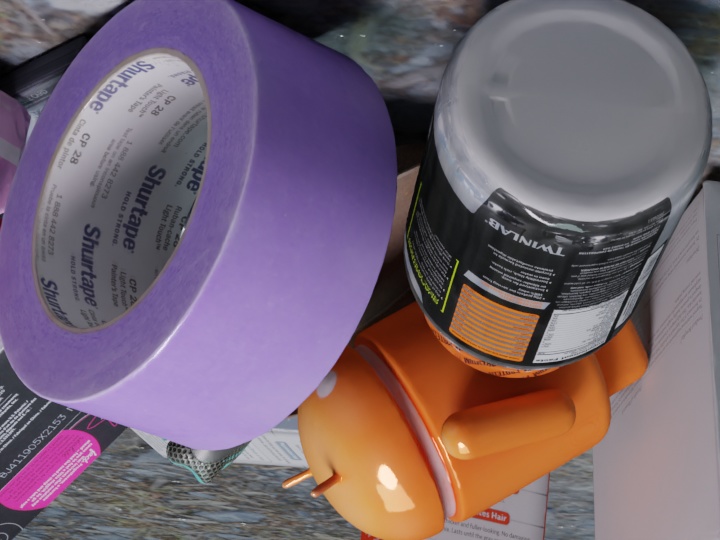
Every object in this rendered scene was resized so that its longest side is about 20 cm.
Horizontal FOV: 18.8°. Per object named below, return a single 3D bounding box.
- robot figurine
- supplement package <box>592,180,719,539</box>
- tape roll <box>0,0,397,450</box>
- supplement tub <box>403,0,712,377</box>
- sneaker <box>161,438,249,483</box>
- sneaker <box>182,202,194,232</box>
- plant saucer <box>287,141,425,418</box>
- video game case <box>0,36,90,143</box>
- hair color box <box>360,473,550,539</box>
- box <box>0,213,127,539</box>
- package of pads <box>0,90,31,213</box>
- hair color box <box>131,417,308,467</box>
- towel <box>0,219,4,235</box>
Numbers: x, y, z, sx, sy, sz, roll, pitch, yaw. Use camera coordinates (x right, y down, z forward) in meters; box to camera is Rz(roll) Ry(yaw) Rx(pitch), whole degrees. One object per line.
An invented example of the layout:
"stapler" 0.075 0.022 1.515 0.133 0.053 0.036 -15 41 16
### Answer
"robot figurine" 0.052 0.068 1.151 0.199 0.144 0.117 -28 138 -12
"supplement package" 0.221 0.093 1.165 0.146 0.201 0.191 7 151 -11
"tape roll" -0.080 -0.024 1.004 0.085 0.201 0.199 22 156 -38
"supplement tub" 0.085 -0.031 1.014 0.122 0.123 0.200 8 155 -2
"sneaker" -0.098 0.085 1.416 0.077 0.091 0.200 34 -179 -5
"sneaker" -0.084 -0.005 1.200 0.108 0.070 0.200 1 154 4
"plant saucer" 0.000 0.000 1.148 0.200 0.035 0.201 -30 154 -16
"video game case" -0.105 -0.066 1.174 0.199 0.019 0.143 20 157 -35
"hair color box" 0.056 0.165 1.326 0.101 0.201 0.061 15 160 -21
"box" -0.209 0.048 1.245 0.200 0.115 0.132 -44 142 13
"package of pads" -0.274 -0.085 1.078 0.120 0.076 0.200 -10 149 43
"hair color box" -0.060 0.100 1.564 0.199 0.061 0.099 3 161 15
"towel" -0.286 -0.049 1.041 0.144 0.023 0.200 -10 152 37
